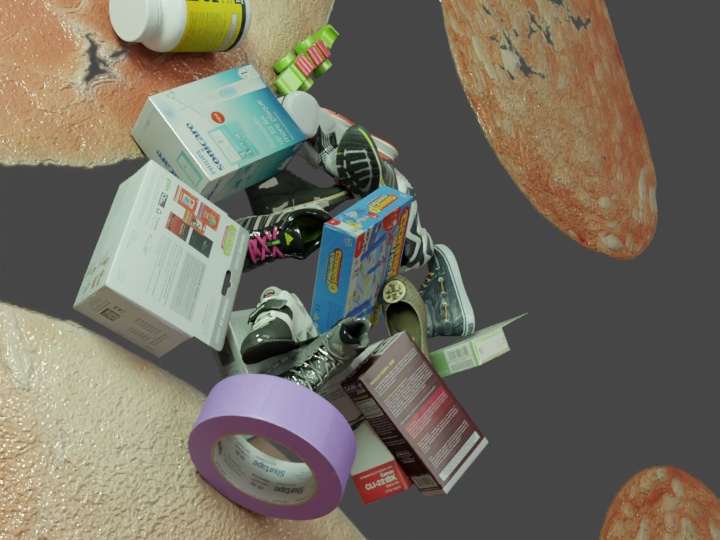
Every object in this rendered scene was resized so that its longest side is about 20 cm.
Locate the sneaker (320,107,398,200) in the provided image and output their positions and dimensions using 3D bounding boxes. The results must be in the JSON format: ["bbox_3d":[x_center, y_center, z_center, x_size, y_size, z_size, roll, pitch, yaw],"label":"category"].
[{"bbox_3d":[-0.043,-0.187,1.523,0.197,0.078,0.117,23,80,-5],"label":"sneaker"}]

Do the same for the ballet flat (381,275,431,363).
[{"bbox_3d":[0.069,0.102,1.368,0.046,0.066,0.204,17,58,-60],"label":"ballet flat"}]

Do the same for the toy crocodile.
[{"bbox_3d":[-0.091,-0.355,1.577,0.068,0.061,0.201,50,40,-15],"label":"toy crocodile"}]

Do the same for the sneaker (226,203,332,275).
[{"bbox_3d":[-0.119,-0.045,1.302,0.197,0.087,0.075,-20,104,-25],"label":"sneaker"}]

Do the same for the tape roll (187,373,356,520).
[{"bbox_3d":[-0.106,0.217,1.122,0.200,0.199,0.066,44,42,-22],"label":"tape roll"}]

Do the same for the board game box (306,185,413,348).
[{"bbox_3d":[0.000,0.000,1.376,0.195,0.055,0.203,-38,143,-56],"label":"board game box"}]

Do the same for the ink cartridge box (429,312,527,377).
[{"bbox_3d":[0.187,0.132,1.550,0.198,0.144,0.049,-14,81,-51],"label":"ink cartridge box"}]

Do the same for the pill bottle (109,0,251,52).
[{"bbox_3d":[-0.263,-0.378,1.353,0.199,0.112,0.114,-18,82,-52],"label":"pill bottle"}]

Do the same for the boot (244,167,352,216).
[{"bbox_3d":[-0.106,-0.142,1.435,0.199,0.077,0.140,-24,83,-53],"label":"boot"}]

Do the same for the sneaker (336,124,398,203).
[{"bbox_3d":[0.016,-0.154,1.463,0.202,0.072,0.082,68,27,-45],"label":"sneaker"}]

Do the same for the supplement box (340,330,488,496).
[{"bbox_3d":[0.075,0.198,1.275,0.109,0.061,0.201,-40,98,-33],"label":"supplement box"}]

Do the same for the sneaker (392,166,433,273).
[{"bbox_3d":[0.045,-0.084,1.563,0.129,0.078,0.202,-39,110,-60],"label":"sneaker"}]

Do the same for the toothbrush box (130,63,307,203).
[{"bbox_3d":[-0.198,-0.190,1.304,0.199,0.085,0.147,-31,80,-43],"label":"toothbrush box"}]

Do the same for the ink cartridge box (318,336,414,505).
[{"bbox_3d":[0.026,0.214,1.356,0.144,0.083,0.203,-19,83,-60],"label":"ink cartridge box"}]

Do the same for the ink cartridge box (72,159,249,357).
[{"bbox_3d":[-0.246,-0.004,1.183,0.175,0.083,0.203,36,46,-30],"label":"ink cartridge box"}]

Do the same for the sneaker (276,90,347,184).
[{"bbox_3d":[-0.086,-0.207,1.454,0.200,0.114,0.076,43,64,-43],"label":"sneaker"}]

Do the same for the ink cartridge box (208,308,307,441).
[{"bbox_3d":[-0.126,0.135,1.288,0.165,0.056,0.200,68,18,7],"label":"ink cartridge box"}]

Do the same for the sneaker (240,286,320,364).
[{"bbox_3d":[-0.119,0.068,1.223,0.090,0.073,0.200,67,12,4],"label":"sneaker"}]

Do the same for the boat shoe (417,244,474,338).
[{"bbox_3d":[0.128,0.032,1.603,0.089,0.072,0.202,-5,45,-13],"label":"boat shoe"}]

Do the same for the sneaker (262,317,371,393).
[{"bbox_3d":[-0.056,0.116,1.188,0.075,0.116,0.200,47,50,2],"label":"sneaker"}]
